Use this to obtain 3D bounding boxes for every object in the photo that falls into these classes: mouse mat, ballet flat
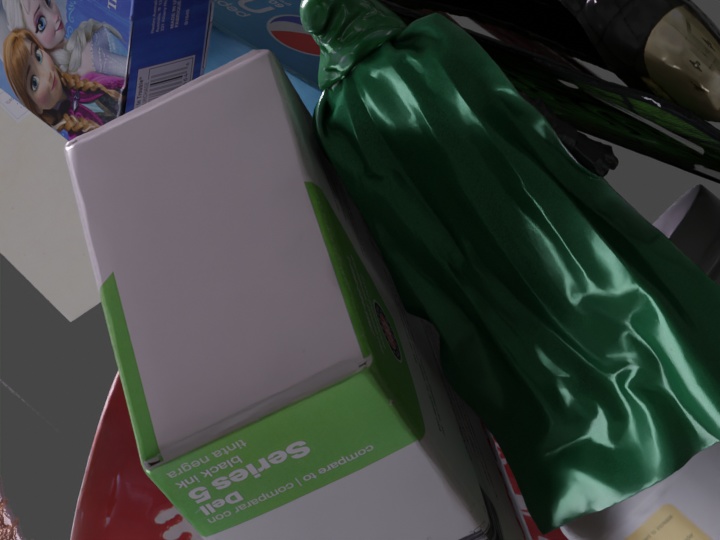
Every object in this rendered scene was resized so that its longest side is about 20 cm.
[{"bbox_3d":[0.072,-0.060,0.868,0.199,0.008,0.161,26,-179,40],"label":"mouse mat"},{"bbox_3d":[0.061,-0.086,0.835,0.200,0.057,0.067,33,168,49],"label":"ballet flat"}]

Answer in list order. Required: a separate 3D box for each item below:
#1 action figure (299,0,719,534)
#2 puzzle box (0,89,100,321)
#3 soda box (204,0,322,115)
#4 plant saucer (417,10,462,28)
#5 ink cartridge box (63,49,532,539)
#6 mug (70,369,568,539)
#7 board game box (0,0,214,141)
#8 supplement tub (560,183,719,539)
[{"bbox_3d":[0.047,-0.016,0.812,0.200,0.118,0.055,51,-152,-13],"label":"action figure"},{"bbox_3d":[-0.120,-0.071,1.268,0.133,0.199,0.025,47,-154,-21],"label":"puzzle box"},{"bbox_3d":[-0.055,-0.079,0.979,0.200,0.068,0.064,34,-148,26],"label":"soda box"},{"bbox_3d":[0.017,-0.027,1.105,0.200,0.032,0.201,35,136,44],"label":"plant saucer"},{"bbox_3d":[-0.013,0.046,0.859,0.200,0.084,0.146,57,-170,-49],"label":"ink cartridge box"},{"bbox_3d":[-0.005,0.092,1.032,0.199,0.179,0.134,14,163,5],"label":"mug"},{"bbox_3d":[-0.126,-0.170,0.918,0.199,0.043,0.201,37,130,37],"label":"board game box"},{"bbox_3d":[0.163,0.079,0.925,0.200,0.146,0.145,41,173,0],"label":"supplement tub"}]
